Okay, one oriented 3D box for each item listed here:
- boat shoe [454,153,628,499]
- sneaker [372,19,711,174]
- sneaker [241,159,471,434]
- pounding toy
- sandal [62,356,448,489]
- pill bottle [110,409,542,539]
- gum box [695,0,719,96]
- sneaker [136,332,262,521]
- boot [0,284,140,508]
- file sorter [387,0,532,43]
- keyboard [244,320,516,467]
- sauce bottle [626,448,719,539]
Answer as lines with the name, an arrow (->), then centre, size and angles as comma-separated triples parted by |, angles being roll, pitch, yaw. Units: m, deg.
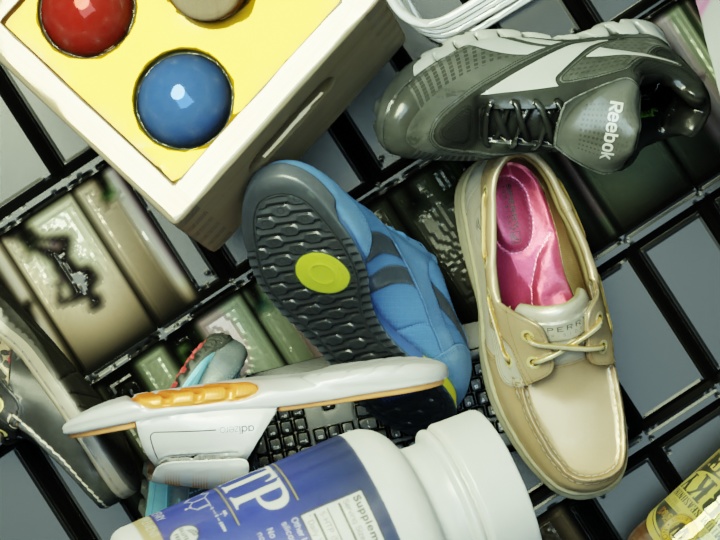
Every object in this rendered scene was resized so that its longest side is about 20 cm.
boat shoe -> 0.101, 0.027, 1.459 | 0.073, 0.069, 0.201 | -17, 81, -12
sneaker -> 0.105, -0.088, 1.424 | 0.199, 0.090, 0.067 | -11, 123, -29
sneaker -> 0.000, 0.000, 1.427 | 0.066, 0.079, 0.200 | -11, 134, 30
pounding toy -> -0.087, -0.152, 1.369 | 0.184, 0.142, 0.200 | 42, 90, 11
sandal -> -0.054, 0.086, 1.388 | 0.206, 0.079, 0.060 | -8, 90, 5
pill bottle -> -0.015, 0.149, 1.347 | 0.199, 0.120, 0.120 | -22, 90, -12
gum box -> 0.242, -0.147, 1.407 | 0.113, 0.201, 0.066 | -30, 134, 24
sneaker -> -0.074, 0.135, 1.479 | 0.095, 0.079, 0.201 | 10, 100, 2
boot -> -0.231, 0.088, 1.476 | 0.151, 0.073, 0.200 | -43, 81, 1
file sorter -> 0.054, -0.203, 1.415 | 0.124, 0.200, 0.139 | -31, 89, 5
keyboard -> 0.035, 0.089, 1.492 | 0.199, 0.040, 0.105 | -14, 89, 2
sauce bottle -> 0.193, 0.148, 1.476 | 0.200, 0.065, 0.065 | -44, 89, 0
